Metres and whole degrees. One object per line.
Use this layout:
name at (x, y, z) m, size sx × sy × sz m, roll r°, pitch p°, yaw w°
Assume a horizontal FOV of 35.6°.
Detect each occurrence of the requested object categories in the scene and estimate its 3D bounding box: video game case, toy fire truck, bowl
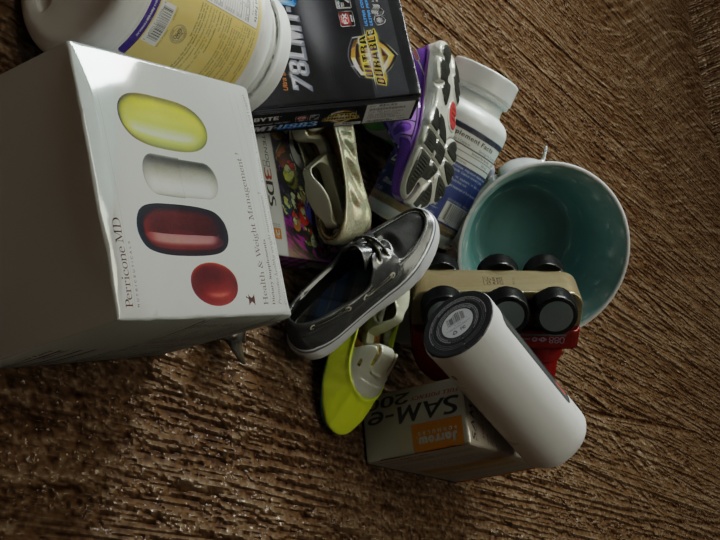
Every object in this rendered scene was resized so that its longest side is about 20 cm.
video game case at (-0.060, -0.091, 1.162) m, size 0.199 × 0.036 × 0.183 m, roll 9°, pitch 68°, yaw -58°
toy fire truck at (0.138, 0.085, 1.210) m, size 0.129 × 0.174 × 0.202 m, roll -92°, pitch -177°, yaw -62°
bowl at (0.198, -0.034, 1.291) m, size 0.202 × 0.199 × 0.105 m, roll 63°, pitch 1°, yaw -17°

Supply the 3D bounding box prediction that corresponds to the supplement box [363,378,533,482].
supplement box at (0.108, 0.176, 1.219) m, size 0.199 × 0.125 × 0.074 m, roll 25°, pitch 55°, yaw -54°

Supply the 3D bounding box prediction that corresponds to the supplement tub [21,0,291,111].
supplement tub at (-0.164, -0.215, 0.940) m, size 0.199 × 0.144 × 0.147 m, roll 18°, pitch 60°, yaw -55°

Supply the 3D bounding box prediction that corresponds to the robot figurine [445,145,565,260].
robot figurine at (0.188, -0.058, 1.404) m, size 0.170 × 0.200 × 0.113 m, roll 47°, pitch 20°, yaw 22°

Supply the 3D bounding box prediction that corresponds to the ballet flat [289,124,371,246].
ballet flat at (-0.037, -0.121, 1.117) m, size 0.062 × 0.067 × 0.202 m, roll -20°, pitch 93°, yaw -50°

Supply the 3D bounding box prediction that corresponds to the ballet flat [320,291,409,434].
ballet flat at (0.012, 0.066, 1.129) m, size 0.067 × 0.067 × 0.202 m, roll 33°, pitch 62°, yaw -36°

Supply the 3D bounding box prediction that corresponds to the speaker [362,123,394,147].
speaker at (0.074, -0.179, 1.386) m, size 0.199 × 0.088 × 0.089 m, roll 26°, pitch 53°, yaw -52°

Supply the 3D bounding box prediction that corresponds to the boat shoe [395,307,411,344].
boat shoe at (0.065, 0.040, 1.261) m, size 0.198 × 0.074 × 0.068 m, roll 16°, pitch 20°, yaw -27°

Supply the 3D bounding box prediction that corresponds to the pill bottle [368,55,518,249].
pill bottle at (0.097, -0.136, 1.280) m, size 0.111 × 0.111 × 0.201 m, roll 23°, pitch 96°, yaw -53°

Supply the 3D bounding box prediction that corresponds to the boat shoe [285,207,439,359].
boat shoe at (0.000, 0.000, 1.096) m, size 0.200 × 0.070 × 0.066 m, roll -41°, pitch 148°, yaw -14°

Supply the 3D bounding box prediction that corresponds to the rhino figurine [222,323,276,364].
rhino figurine at (-0.116, -0.016, 1.005) m, size 0.087 × 0.059 × 0.202 m, roll 8°, pitch 71°, yaw -69°

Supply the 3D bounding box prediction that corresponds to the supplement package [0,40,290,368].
supplement package at (-0.178, -0.039, 0.825) m, size 0.199 × 0.146 × 0.193 m, roll 1°, pitch 75°, yaw -60°

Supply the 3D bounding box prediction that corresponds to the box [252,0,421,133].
box at (-0.057, -0.235, 1.093) m, size 0.050 × 0.196 × 0.202 m, roll 117°, pitch -35°, yaw -66°

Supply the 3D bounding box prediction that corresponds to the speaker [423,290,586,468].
speaker at (0.146, 0.112, 1.112) m, size 0.200 × 0.081 × 0.082 m, roll 48°, pitch 38°, yaw -33°

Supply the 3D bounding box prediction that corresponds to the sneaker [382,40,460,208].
sneaker at (0.056, -0.151, 1.194) m, size 0.081 × 0.083 × 0.202 m, roll 51°, pitch 40°, yaw -48°
